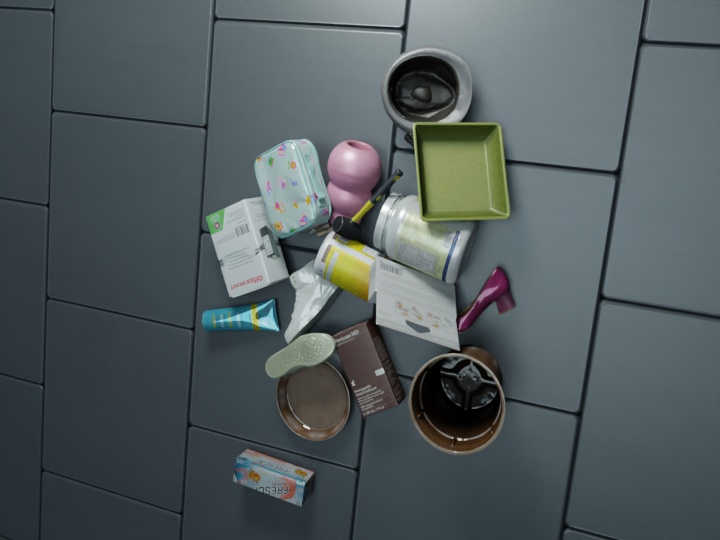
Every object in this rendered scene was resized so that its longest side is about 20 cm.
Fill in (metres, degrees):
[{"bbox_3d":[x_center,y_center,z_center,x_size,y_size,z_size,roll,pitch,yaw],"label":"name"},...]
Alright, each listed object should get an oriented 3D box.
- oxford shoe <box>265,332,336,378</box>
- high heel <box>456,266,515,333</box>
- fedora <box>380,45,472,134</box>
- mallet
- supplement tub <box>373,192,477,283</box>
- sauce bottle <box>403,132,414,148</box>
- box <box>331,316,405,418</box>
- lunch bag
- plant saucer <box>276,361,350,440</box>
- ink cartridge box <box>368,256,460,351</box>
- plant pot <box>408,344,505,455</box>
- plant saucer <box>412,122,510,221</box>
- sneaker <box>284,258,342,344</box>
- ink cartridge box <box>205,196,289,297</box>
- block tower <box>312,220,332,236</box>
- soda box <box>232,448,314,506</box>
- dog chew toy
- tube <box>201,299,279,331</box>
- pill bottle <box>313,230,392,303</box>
[{"bbox_3d":[-0.137,0.197,1.551,0.196,0.057,0.077,-27,81,25],"label":"oxford shoe"},{"bbox_3d":[0.234,0.071,1.438,0.195,0.068,0.098,-25,99,5],"label":"high heel"},{"bbox_3d":[0.142,-0.378,1.402,0.193,0.090,0.184,-2,97,12],"label":"fedora"},{"bbox_3d":[0.026,-0.138,1.415,0.199,0.065,0.042,-39,48,21],"label":"mallet"},{"bbox_3d":[0.139,-0.073,1.412,0.195,0.145,0.149,23,103,15],"label":"supplement tub"},{"bbox_3d":[0.173,-0.230,1.424,0.200,0.065,0.065,46,108,8],"label":"sauce bottle"},{"bbox_3d":[0.020,0.225,1.529,0.098,0.075,0.205,-24,87,20],"label":"box"},{"bbox_3d":[-0.146,-0.180,1.470,0.157,0.076,0.206,-18,90,37],"label":"lunch bag"},{"bbox_3d":[-0.112,0.309,1.604,0.194,0.034,0.208,2,97,18],"label":"plant saucer"},{"bbox_3d":[0.110,0.078,1.373,0.195,0.180,0.045,19,137,-17],"label":"ink cartridge box"},{"bbox_3d":[0.218,0.256,1.398,0.194,0.198,0.208,2,97,18],"label":"plant pot"},{"bbox_3d":[0.202,-0.198,1.355,0.193,0.048,0.207,-2,81,-11],"label":"plant saucer"},{"bbox_3d":[-0.138,0.068,1.569,0.115,0.073,0.201,43,101,13],"label":"sneaker"},{"bbox_3d":[-0.270,-0.055,1.573,0.143,0.083,0.206,-15,92,34],"label":"ink cartridge box"},{"bbox_3d":[-0.110,-0.185,1.532,0.053,0.058,0.206,-16,92,20],"label":"block tower"},{"bbox_3d":[-0.216,0.516,1.645,0.194,0.068,0.066,14,101,16],"label":"soda box"},{"bbox_3d":[-0.023,-0.181,1.471,0.121,0.124,0.206,20,115,15],"label":"dog chew toy"},{"bbox_3d":[-0.297,0.119,1.642,0.193,0.050,0.080,-6,102,14],"label":"tube"},{"bbox_3d":[0.000,0.000,1.482,0.196,0.109,0.112,27,104,7],"label":"pill bottle"}]
